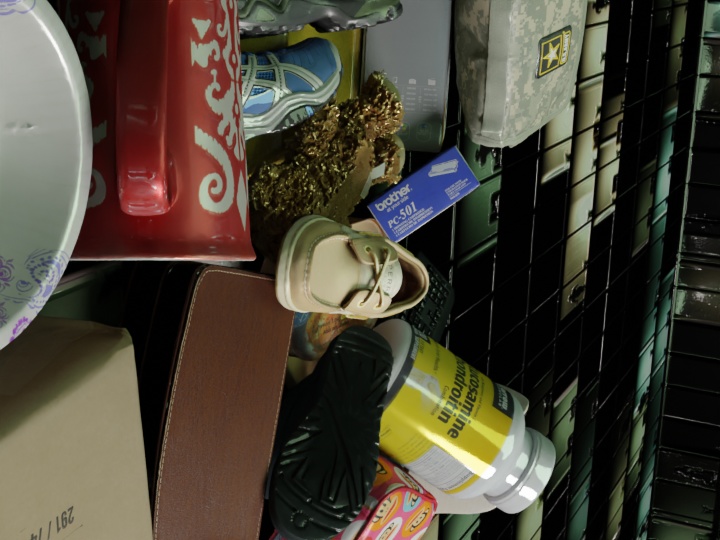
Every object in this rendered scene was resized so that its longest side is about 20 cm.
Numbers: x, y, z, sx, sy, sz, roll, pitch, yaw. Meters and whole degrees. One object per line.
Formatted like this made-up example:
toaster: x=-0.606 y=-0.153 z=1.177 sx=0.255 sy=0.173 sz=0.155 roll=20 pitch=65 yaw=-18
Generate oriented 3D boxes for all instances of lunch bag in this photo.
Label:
lunch bag: x=0.137 y=-0.221 z=1.067 sx=0.200 sy=0.117 sz=0.165 roll=-74 pitch=168 yaw=-51
lunch bag: x=-0.015 y=0.266 z=1.134 sx=0.200 sy=0.082 sz=0.176 roll=-52 pitch=151 yaw=-1

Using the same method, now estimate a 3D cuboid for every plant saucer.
plant saucer: x=-0.050 y=-0.176 z=1.017 sx=0.200 sy=0.048 sz=0.201 roll=-21 pitch=118 yaw=-63

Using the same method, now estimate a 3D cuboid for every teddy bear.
teddy bear: x=-0.028 y=-0.079 z=0.974 sx=0.200 sy=0.067 sz=0.145 roll=-56 pitch=152 yaw=-23

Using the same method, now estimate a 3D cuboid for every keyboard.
keyboard: x=0.045 y=0.064 z=1.215 sx=0.104 sy=0.040 sz=0.200 roll=43 pitch=50 yaw=-25

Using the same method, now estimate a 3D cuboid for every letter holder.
letter holder: x=-0.133 y=0.092 z=0.866 sx=0.142 sy=0.100 sz=0.201 roll=10 pitch=89 yaw=-64

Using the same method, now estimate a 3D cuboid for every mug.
mug: x=-0.118 y=-0.106 z=0.738 sx=0.133 sy=0.177 sz=0.201 roll=1 pitch=90 yaw=-36

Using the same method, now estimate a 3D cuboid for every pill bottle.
pill bottle: x=0.080 y=0.140 z=1.129 sx=0.200 sy=0.112 sz=0.112 roll=34 pitch=59 yaw=-17

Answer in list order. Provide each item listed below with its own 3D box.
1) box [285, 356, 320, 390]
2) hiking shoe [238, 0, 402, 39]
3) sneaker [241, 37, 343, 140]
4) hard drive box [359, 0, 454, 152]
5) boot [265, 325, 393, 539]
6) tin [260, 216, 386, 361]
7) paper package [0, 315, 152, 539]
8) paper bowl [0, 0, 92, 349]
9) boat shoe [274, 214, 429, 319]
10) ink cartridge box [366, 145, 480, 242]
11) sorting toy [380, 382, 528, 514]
box: x=-0.037 y=0.036 z=1.150 sx=0.200 sy=0.021 sz=0.164 roll=66 pitch=39 yaw=-49
hiking shoe: x=-0.062 y=-0.224 z=0.896 sx=0.199 sy=0.076 sz=0.101 roll=-11 pitch=99 yaw=-34
sneaker: x=-0.089 y=-0.133 z=0.876 sx=0.200 sy=0.076 sz=0.077 roll=-35 pitch=115 yaw=-38
hard drive box: x=0.046 y=-0.218 z=1.124 sx=0.156 sy=0.076 sz=0.201 roll=-68 pitch=162 yaw=-76
boot: x=-0.047 y=0.158 z=1.006 sx=0.168 sy=0.076 sz=0.201 roll=-50 pitch=-163 yaw=49
tin: x=-0.030 y=0.012 z=1.086 sx=0.200 sy=0.042 sz=0.113 roll=-19 pitch=118 yaw=-62
paper package: x=-0.215 y=0.151 z=0.699 sx=0.200 sy=0.103 sz=0.191 roll=-41 pitch=134 yaw=-56
paper bowl: x=-0.229 y=-0.055 z=0.592 sx=0.200 sy=0.104 sz=0.202 roll=8 pitch=90 yaw=-66
boat shoe: x=0.000 y=0.000 z=0.919 sx=0.200 sy=0.069 sz=0.074 roll=-1 pitch=100 yaw=-69
ink cartridge box: x=0.057 y=-0.073 z=1.144 sx=0.044 sy=0.094 sz=0.200 roll=56 pitch=3 yaw=-3
sorting toy: x=0.074 y=0.168 z=1.250 sx=0.107 sy=0.179 sz=0.201 roll=61 pitch=44 yaw=-54
